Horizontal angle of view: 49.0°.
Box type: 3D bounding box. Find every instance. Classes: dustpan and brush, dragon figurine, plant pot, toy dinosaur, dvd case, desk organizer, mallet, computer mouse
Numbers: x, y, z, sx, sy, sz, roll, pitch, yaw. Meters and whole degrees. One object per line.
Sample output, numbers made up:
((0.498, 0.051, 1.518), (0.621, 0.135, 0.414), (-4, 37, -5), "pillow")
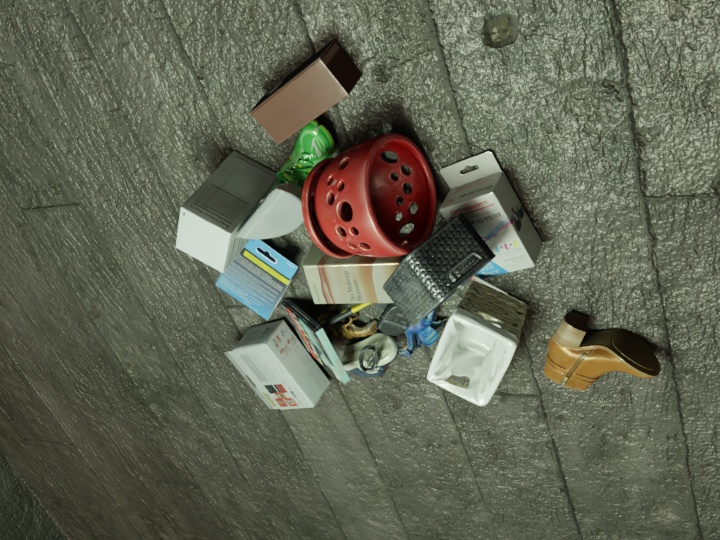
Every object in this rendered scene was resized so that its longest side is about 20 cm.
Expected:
((-0.130, -0.109, 1.475), (0.139, 0.198, 0.058), (-44, 55, 30), "dustpan and brush")
((0.134, 0.109, 1.592), (0.099, 0.059, 0.199), (45, 135, -13), "dragon figurine")
((0.008, -0.122, 1.373), (0.180, 0.201, 0.202), (-4, 126, 41), "plant pot")
((-0.057, 0.131, 1.720), (0.197, 0.061, 0.107), (-10, 123, 36), "toy dinosaur")
((-0.100, 0.150, 1.712), (0.199, 0.022, 0.148), (33, 153, 59), "dvd case")
((-0.096, -0.304, 1.362), (0.198, 0.072, 0.077), (-25, 115, 42), "desk organizer")
((-0.011, 0.083, 1.608), (0.198, 0.066, 0.041), (-32, 112, 22), "mallet")
((0.047, 0.128, 1.580), (0.058, 0.034, 0.202), (20, 125, -17), "computer mouse")

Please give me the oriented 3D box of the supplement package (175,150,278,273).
((-0.254, -0.115, 1.520), (0.112, 0.201, 0.110), (27, 136, 5), "supplement package")

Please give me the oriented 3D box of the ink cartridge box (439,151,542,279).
((0.217, -0.092, 1.365), (0.114, 0.068, 0.201), (-16, 118, 39), "ink cartridge box")

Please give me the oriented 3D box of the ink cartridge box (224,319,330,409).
((-0.198, 0.227, 1.863), (0.174, 0.084, 0.201), (-13, 120, 44), "ink cartridge box")

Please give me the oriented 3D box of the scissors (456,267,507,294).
((0.192, 0.003, 1.426), (0.074, 0.014, 0.199), (56, 166, -20), "scissors")

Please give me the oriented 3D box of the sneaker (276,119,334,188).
((-0.105, -0.189, 1.455), (0.073, 0.084, 0.201), (30, 136, 2), "sneaker")

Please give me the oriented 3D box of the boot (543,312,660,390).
((0.442, 0.176, 1.468), (0.198, 0.074, 0.157), (30, 136, 21), "boot")

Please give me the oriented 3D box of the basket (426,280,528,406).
((0.225, 0.137, 1.518), (0.134, 0.124, 0.202), (24, 135, 9), "basket")

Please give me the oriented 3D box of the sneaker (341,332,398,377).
((0.039, 0.190, 1.702), (0.084, 0.076, 0.199), (31, 156, -22), "sneaker")

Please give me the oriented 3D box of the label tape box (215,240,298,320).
((-0.213, -0.004, 1.691), (0.142, 0.066, 0.201), (34, 133, -1), "label tape box")

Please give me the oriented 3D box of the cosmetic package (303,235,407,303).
((0.000, 0.000, 1.533), (0.196, 0.088, 0.105), (-2, 129, 20), "cosmetic package")

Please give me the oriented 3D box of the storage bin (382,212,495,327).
((0.129, 0.003, 1.351), (0.094, 0.134, 0.200), (51, 161, 6), "storage bin")
